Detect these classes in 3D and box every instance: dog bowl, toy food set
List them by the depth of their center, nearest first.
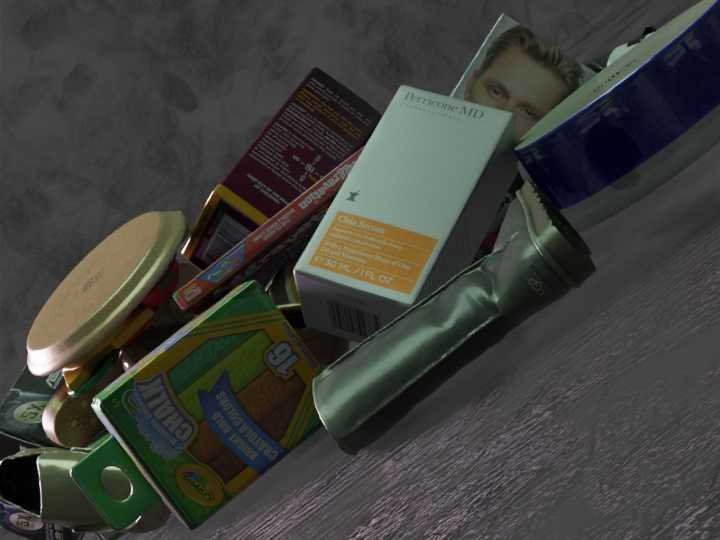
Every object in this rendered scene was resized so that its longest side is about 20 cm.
[{"bbox_3d":[0.216,-0.120,1.311,0.199,0.079,0.200,-37,5,4],"label":"dog bowl"},{"bbox_3d":[-0.225,0.025,1.544,0.198,0.049,0.200,-44,21,-1],"label":"toy food set"}]

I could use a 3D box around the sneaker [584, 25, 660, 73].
[{"bbox_3d":[0.274,-0.184,1.573,0.088,0.074,0.200,-38,14,-9],"label":"sneaker"}]

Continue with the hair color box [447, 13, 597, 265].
[{"bbox_3d":[0.104,-0.101,1.439,0.201,0.100,0.061,-58,-1,-8],"label":"hair color box"}]

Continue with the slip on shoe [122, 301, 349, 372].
[{"bbox_3d":[-0.109,0.059,1.499,0.198,0.061,0.076,1,37,2],"label":"slip on shoe"}]

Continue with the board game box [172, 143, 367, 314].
[{"bbox_3d":[-0.059,-0.029,1.424,0.199,0.020,0.103,-37,-12,6],"label":"board game box"}]

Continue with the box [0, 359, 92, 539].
[{"bbox_3d":[-0.278,0.143,1.689,0.165,0.085,0.201,98,-167,-48],"label":"box"}]

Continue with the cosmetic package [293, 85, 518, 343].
[{"bbox_3d":[0.038,-0.039,1.316,0.072,0.101,0.201,80,-148,-51],"label":"cosmetic package"}]

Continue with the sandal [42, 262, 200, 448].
[{"bbox_3d":[-0.192,0.085,1.564,0.069,0.078,0.212,16,55,44],"label":"sandal"}]

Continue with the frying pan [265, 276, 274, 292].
[{"bbox_3d":[-0.062,0.014,1.826,0.031,0.115,0.191,18,69,33],"label":"frying pan"}]

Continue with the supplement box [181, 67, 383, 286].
[{"bbox_3d":[-0.073,-0.082,1.632,0.200,0.085,0.111,-55,0,-39],"label":"supplement box"}]

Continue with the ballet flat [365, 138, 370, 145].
[{"bbox_3d":[0.076,-0.093,1.571,0.071,0.070,0.199,-7,-19,38],"label":"ballet flat"}]

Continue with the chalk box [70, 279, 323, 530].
[{"bbox_3d":[-0.131,0.117,1.346,0.200,0.125,0.124,-39,4,-12],"label":"chalk box"}]

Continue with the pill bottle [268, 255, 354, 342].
[{"bbox_3d":[0.000,0.000,1.562,0.113,0.113,0.200,-41,6,-39],"label":"pill bottle"}]

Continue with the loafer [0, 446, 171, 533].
[{"bbox_3d":[-0.238,0.187,1.457,0.199,0.077,0.068,-4,-1,40],"label":"loafer"}]

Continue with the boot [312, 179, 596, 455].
[{"bbox_3d":[0.061,0.033,1.155,0.200,0.073,0.182,-44,2,11],"label":"boot"}]

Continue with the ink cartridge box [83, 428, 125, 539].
[{"bbox_3d":[-0.174,0.148,1.599,0.146,0.084,0.200,-37,5,21],"label":"ink cartridge box"}]
